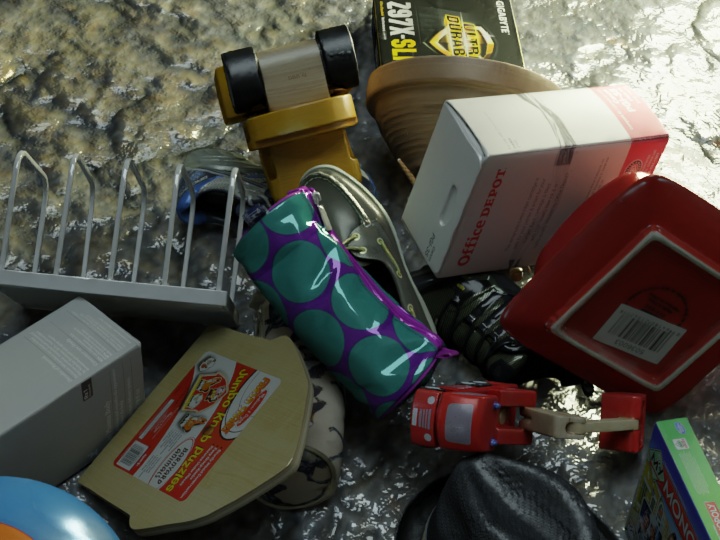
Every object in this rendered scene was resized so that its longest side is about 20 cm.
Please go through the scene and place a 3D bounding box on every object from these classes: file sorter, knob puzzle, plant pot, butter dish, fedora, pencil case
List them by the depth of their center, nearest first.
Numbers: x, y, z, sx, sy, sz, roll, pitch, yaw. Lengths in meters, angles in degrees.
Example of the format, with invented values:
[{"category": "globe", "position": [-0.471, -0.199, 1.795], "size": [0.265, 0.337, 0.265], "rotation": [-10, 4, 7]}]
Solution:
[{"category": "fedora", "position": [0.124, 0.208, 1.213], "size": [0.199, 0.092, 0.201], "rotation": [3, 43, -3]}, {"category": "knob puzzle", "position": [-0.110, 0.135, 1.239], "size": [0.219, 0.030, 0.220], "rotation": [-23, 37, 18]}, {"category": "pencil case", "position": [-0.017, 0.023, 1.291], "size": [0.200, 0.092, 0.085], "rotation": [48, 21, 6]}, {"category": "pencil case", "position": [-0.057, 0.105, 1.315], "size": [0.089, 0.078, 0.201], "rotation": [11, 43, -9]}, {"category": "butter dish", "position": [0.239, -0.008, 1.338], "size": [0.199, 0.200, 0.148], "rotation": [29, 31, -25]}, {"category": "file sorter", "position": [-0.205, -0.028, 1.367], "size": [0.199, 0.139, 0.125], "rotation": [5, 80, 1]}, {"category": "plant pot", "position": [0.100, -0.132, 1.533], "size": [0.200, 0.201, 0.093], "rotation": [6, 78, 2]}]

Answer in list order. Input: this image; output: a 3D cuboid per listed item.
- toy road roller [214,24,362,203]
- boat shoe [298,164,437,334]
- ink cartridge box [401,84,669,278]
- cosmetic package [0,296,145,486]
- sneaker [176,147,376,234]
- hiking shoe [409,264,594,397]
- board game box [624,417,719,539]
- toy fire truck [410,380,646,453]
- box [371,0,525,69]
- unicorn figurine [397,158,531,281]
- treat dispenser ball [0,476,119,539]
[{"category": "toy road roller", "position": [-0.061, -0.138, 1.455], "size": [0.122, 0.147, 0.200], "rotation": [-14, 4, -6]}, {"category": "boat shoe", "position": [0.003, -0.001, 1.359], "size": [0.202, 0.072, 0.060], "rotation": [61, 16, 2]}, {"category": "ink cartridge box", "position": [0.153, -0.081, 1.384], "size": [0.199, 0.147, 0.083], "rotation": [-7, 48, -28]}, {"category": "cosmetic package", "position": [-0.275, 0.122, 1.260], "size": [0.090, 0.107, 0.200], "rotation": [33, 52, 26]}, {"category": "sneaker", "position": [-0.084, -0.062, 1.494], "size": [0.199, 0.077, 0.085], "rotation": [1, 38, 11]}, {"category": "hiking shoe", "position": [0.117, 0.055, 1.386], "size": [0.199, 0.076, 0.101], "rotation": [10, 40, 5]}, {"category": "board game box", "position": [0.255, 0.230, 1.172], "size": [0.029, 0.135, 0.201], "rotation": [-6, 44, -11]}, {"category": "toy fire truck", "position": [0.143, 0.123, 1.281], "size": [0.140, 0.049, 0.200], "rotation": [5, 1, 29]}, {"category": "box", "position": [0.096, -0.231, 1.705], "size": [0.159, 0.050, 0.201], "rotation": [0, 44, -3]}, {"category": "unicorn figurine", "position": [0.136, -0.034, 1.495], "size": [0.199, 0.074, 0.138], "rotation": [0, 40, -29]}, {"category": "treat dispenser ball", "position": [-0.249, 0.243, 1.068], "size": [0.200, 0.202, 0.201], "rotation": [3, 43, -2]}]
